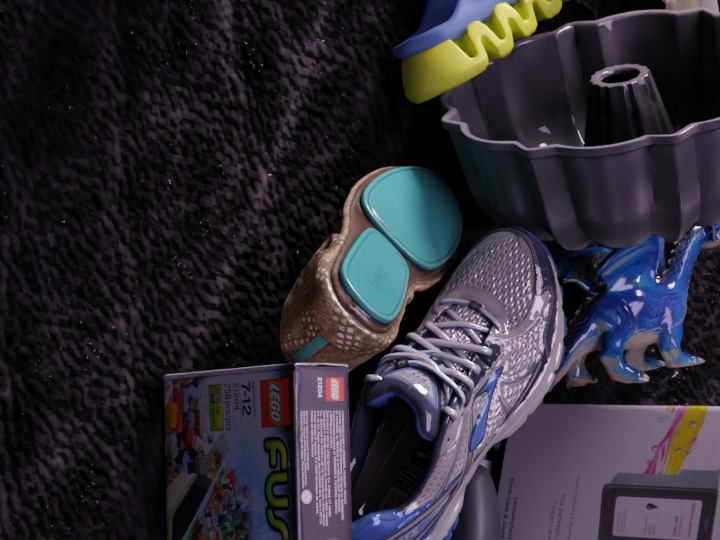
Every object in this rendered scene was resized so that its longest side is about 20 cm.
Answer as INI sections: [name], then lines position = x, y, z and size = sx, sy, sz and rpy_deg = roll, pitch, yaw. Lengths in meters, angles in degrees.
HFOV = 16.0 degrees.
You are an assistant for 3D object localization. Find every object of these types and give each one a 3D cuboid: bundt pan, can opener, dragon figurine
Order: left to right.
[can opener]
position = 0.067, 0.079, 1.378
size = 0.053, 0.067, 0.202
rpy_deg = 18, 80, -41
[dragon figurine]
position = 0.144, 0.014, 1.459
size = 0.199, 0.059, 0.100
rpy_deg = -13, 93, -41
[bundt pan]
position = 0.147, -0.073, 1.391
size = 0.201, 0.201, 0.076
rpy_deg = -33, 121, -38

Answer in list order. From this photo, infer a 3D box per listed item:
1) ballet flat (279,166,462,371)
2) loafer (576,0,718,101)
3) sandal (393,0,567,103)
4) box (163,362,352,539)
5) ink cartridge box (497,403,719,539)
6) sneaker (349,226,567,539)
[ballet flat]
position = 0.000, 0.000, 1.324
size = 0.071, 0.065, 0.200
rpy_deg = 49, 24, -2
[loafer]
position = 0.164, -0.182, 1.490
size = 0.069, 0.075, 0.202
rpy_deg = -17, 96, -45
[sandal]
position = 0.085, -0.179, 1.408
size = 0.200, 0.079, 0.087
rpy_deg = -38, 99, -24
[box]
position = -0.050, 0.148, 1.244
size = 0.035, 0.110, 0.202
rpy_deg = 3, 82, -40
[ink cartridge box]
position = 0.190, 0.160, 1.372
size = 0.146, 0.199, 0.147
rpy_deg = 29, 66, -50
[sneaker]
position = 0.043, 0.065, 1.313
size = 0.201, 0.077, 0.085
rpy_deg = -64, 156, -10
